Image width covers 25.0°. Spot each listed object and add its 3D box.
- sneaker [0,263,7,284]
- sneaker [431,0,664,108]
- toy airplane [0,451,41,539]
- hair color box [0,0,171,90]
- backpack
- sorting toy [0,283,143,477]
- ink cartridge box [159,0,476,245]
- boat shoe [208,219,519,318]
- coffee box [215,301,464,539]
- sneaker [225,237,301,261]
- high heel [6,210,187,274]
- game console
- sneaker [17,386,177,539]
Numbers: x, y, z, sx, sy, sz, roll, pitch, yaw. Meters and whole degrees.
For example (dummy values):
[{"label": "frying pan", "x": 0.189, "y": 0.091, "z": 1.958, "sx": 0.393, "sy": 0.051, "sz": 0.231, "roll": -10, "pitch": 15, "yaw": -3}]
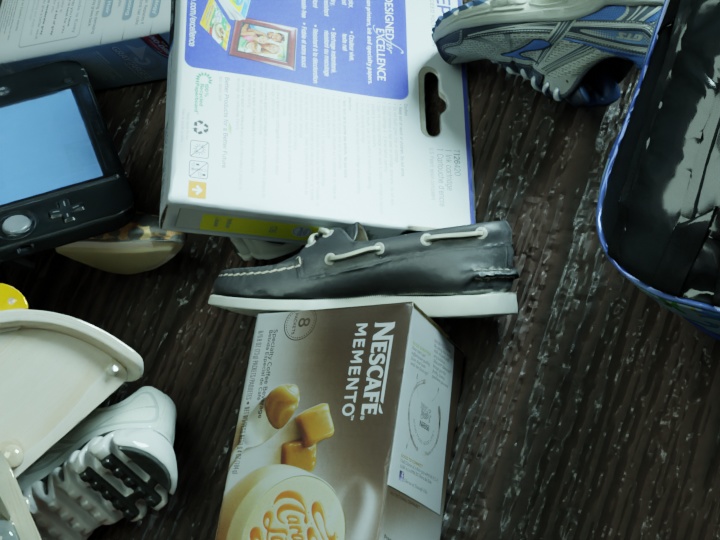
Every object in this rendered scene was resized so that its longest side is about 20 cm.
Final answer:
[{"label": "sneaker", "x": -0.296, "y": -0.009, "z": 1.142, "sx": 0.082, "sy": 0.072, "sz": 0.201, "roll": -13, "pitch": 43, "yaw": -1}, {"label": "sneaker", "x": 0.121, "y": -0.138, "z": 1.009, "sx": 0.199, "sy": 0.077, "sz": 0.086, "roll": -4, "pitch": 104, "yaw": 51}, {"label": "toy airplane", "x": -0.161, "y": 0.225, "z": 0.900, "sx": 0.140, "sy": 0.200, "sz": 0.201, "roll": -21, "pitch": 47, "yaw": -1}, {"label": "hair color box", "x": -0.182, "y": -0.197, "z": 1.235, "sx": 0.199, "sy": 0.061, "sz": 0.100, "roll": -6, "pitch": 63, "yaw": 29}, {"label": "backpack", "x": 0.234, "y": -0.054, "z": 0.857, "sx": 0.182, "sy": 0.147, "sz": 0.201, "roll": 20, "pitch": 82, "yaw": 35}, {"label": "sorting toy", "x": -0.256, "y": 0.101, "z": 1.055, "sx": 0.200, "sy": 0.180, "sz": 0.107, "roll": -42, "pitch": 91, "yaw": -19}, {"label": "ink cartridge box", "x": -0.028, "y": -0.110, "z": 1.066, "sx": 0.198, "sy": 0.047, "sz": 0.199, "roll": 8, "pitch": 60, "yaw": -15}, {"label": "boat shoe", "x": 0.000, "y": 0.000, "z": 1.000, "sx": 0.198, "sy": 0.074, "sz": 0.061, "roll": -2, "pitch": 86, "yaw": 23}, {"label": "coffee box", "x": -0.013, "y": 0.128, "z": 0.950, "sx": 0.114, "sy": 0.080, "sz": 0.201, "roll": -4, "pitch": 64, "yaw": 29}, {"label": "sneaker", "x": -0.062, "y": -0.097, "z": 1.117, "sx": 0.084, "sy": 0.077, "sz": 0.201, "roll": -12, "pitch": 63, "yaw": 3}, {"label": "high heel", "x": -0.183, "y": -0.073, "z": 1.159, "sx": 0.199, "sy": 0.071, "sz": 0.144, "roll": 1, "pitch": 72, "yaw": 41}, {"label": "game console", "x": -0.263, "y": -0.106, "z": 1.099, "sx": 0.175, "sy": 0.117, "sz": 0.201, "roll": -17, "pitch": 43, "yaw": -10}, {"label": "sneaker", "x": -0.198, "y": 0.140, "z": 1.069, "sx": 0.199, "sy": 0.075, "sz": 0.081, "roll": -25, "pitch": 33, "yaw": 22}]
